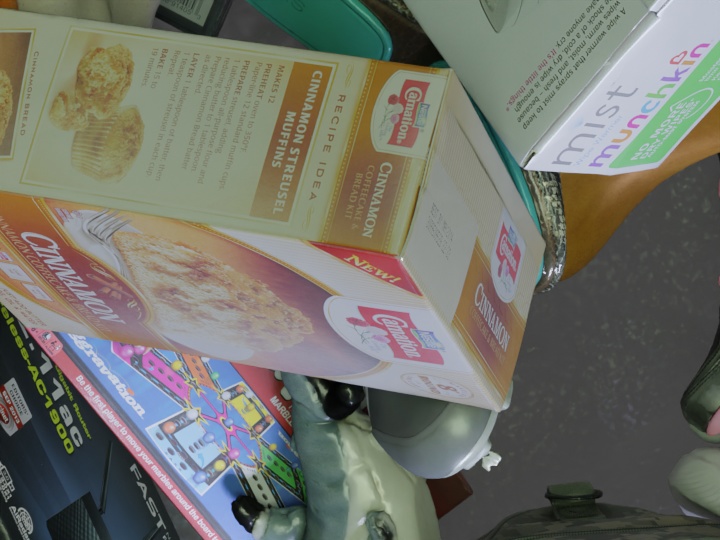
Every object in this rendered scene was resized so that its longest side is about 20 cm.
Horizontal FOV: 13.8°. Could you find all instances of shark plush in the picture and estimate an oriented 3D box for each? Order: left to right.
[{"bbox_3d":[-0.015,0.108,1.209,0.083,0.091,0.201,-5,126,17],"label":"shark plush"}]

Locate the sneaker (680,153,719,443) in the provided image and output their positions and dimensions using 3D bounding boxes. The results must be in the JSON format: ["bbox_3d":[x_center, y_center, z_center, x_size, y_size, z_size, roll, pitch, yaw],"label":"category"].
[{"bbox_3d":[0.180,-0.025,1.245,0.095,0.079,0.201,31,93,17],"label":"sneaker"}]

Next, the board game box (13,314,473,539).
[{"bbox_3d":[-0.046,0.053,1.219,0.103,0.019,0.200,-37,120,0],"label":"board game box"}]

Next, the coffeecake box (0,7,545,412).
[{"bbox_3d":[-0.049,-0.022,1.065,0.199,0.154,0.074,9,71,20],"label":"coffeecake box"}]

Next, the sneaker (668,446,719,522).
[{"bbox_3d":[0.227,0.100,1.258,0.199,0.075,0.089,22,85,-13],"label":"sneaker"}]

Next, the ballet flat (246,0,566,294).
[{"bbox_3d":[0.027,-0.083,1.161,0.200,0.068,0.075,48,48,7],"label":"ballet flat"}]

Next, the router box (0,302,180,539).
[{"bbox_3d":[-0.141,0.091,1.187,0.062,0.150,0.201,-22,97,17],"label":"router box"}]

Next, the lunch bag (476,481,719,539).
[{"bbox_3d":[0.105,0.196,1.206,0.138,0.168,0.202,-5,95,-4],"label":"lunch bag"}]

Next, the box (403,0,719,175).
[{"bbox_3d":[0.096,-0.166,1.072,0.200,0.096,0.177,-49,63,29],"label":"box"}]

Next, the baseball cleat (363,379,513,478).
[{"bbox_3d":[0.000,0.000,1.167,0.106,0.200,0.070,34,112,-27],"label":"baseball cleat"}]

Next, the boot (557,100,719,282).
[{"bbox_3d":[0.152,-0.068,1.197,0.144,0.071,0.202,24,89,37],"label":"boot"}]

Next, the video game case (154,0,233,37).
[{"bbox_3d":[-0.084,-0.210,1.187,0.142,0.019,0.201,27,113,4],"label":"video game case"}]

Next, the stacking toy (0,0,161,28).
[{"bbox_3d":[-0.185,-0.135,1.149,0.198,0.146,0.147,-1,96,13],"label":"stacking toy"}]
